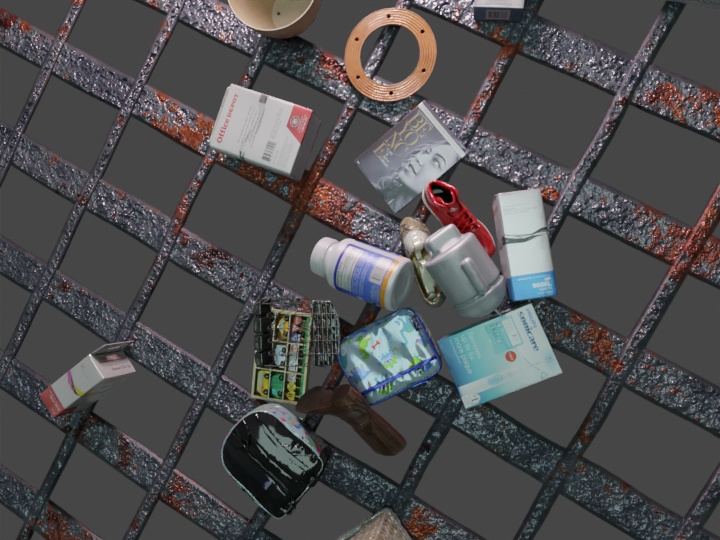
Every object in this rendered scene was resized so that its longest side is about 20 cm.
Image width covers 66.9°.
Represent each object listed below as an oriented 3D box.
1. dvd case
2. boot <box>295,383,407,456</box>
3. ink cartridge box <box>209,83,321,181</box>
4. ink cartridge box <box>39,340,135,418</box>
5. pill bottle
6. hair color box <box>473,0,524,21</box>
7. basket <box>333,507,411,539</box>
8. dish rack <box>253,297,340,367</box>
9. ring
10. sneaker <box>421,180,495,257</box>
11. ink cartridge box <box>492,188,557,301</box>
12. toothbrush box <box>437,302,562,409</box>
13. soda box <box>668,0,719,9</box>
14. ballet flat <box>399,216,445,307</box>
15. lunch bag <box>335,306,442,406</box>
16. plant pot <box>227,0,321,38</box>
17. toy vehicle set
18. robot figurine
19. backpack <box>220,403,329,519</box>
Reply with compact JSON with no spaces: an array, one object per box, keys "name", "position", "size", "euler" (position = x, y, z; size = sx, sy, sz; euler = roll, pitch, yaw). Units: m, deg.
[{"name":"dvd case","position":[0.106,-0.241,1.161],"size":[0.200,0.016,0.149],"euler":[-39,82,8]},{"name":"boot","position":[-0.019,0.323,1.142],"size":[0.186,0.064,0.200],"euler":[-18,124,45]},{"name":"ink cartridge box","position":[-0.207,-0.299,1.190],"size":[0.199,0.083,0.147],"euler":[21,93,10]},{"name":"ink cartridge box","position":[-0.606,0.245,1.245],"size":[0.200,0.116,0.068],"euler":[-37,82,9]},{"name":"pill bottle","position":[0.000,0.000,1.122],"size":[0.199,0.112,0.113],"euler":[20,93,25]},{"name":"hair color box","position":[0.291,-0.620,1.107],"size":[0.099,0.061,0.201],"euler":[7,91,11]},{"name":"basket","position":[0.023,0.631,1.092],"size":[0.198,0.161,0.200],"euler":[-37,81,9]},{"name":"dish rack","position":[-0.135,0.133,1.150],"size":[0.199,0.055,0.154],"euler":[-3,90,16]},{"name":"ring","position":[0.064,-0.461,1.172],"size":[0.199,0.019,0.202],"euler":[0,89,10]},{"name":"sneaker","position":[0.194,-0.098,1.087],"size":[0.200,0.116,0.078],"euler":[45,97,5]},{"name":"ink cartridge box","position":[0.312,-0.046,1.050],"size":[0.084,0.145,0.201],"euler":[-9,88,10]},{"name":"toothbrush box","position":[0.274,0.167,1.086],"size":[0.199,0.085,0.147],"euler":[-23,85,9]},{"name":"soda box","position":[0.640,-0.553,1.034],"size":[0.199,0.064,0.068],"euler":[16,92,11]},{"name":"ballet flat","position":[0.130,-0.020,1.122],"size":[0.068,0.075,0.201],"euler":[-18,85,9]},{"name":"lunch bag","position":[0.062,0.178,1.132],"size":[0.199,0.082,0.161],"euler":[-27,87,11]},{"name":"plant pot","position":[-0.165,-0.581,1.160],"size":[0.199,0.134,0.201],"euler":[0,89,12]},{"name":"toy vehicle set","position":[-0.171,0.189,1.204],"size":[0.124,0.027,0.201],"euler":[5,90,11]},{"name":"robot figurine","position":[0.203,0.008,1.051],"size":[0.113,0.170,0.200],"euler":[-35,93,2]},{"name":"backpack","position":[-0.181,0.382,1.140],"size":[0.200,0.151,0.178],"euler":[39,94,2]}]
